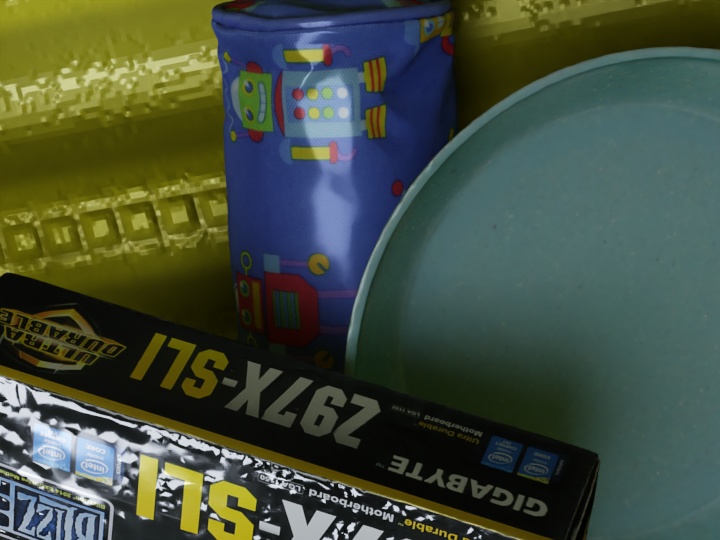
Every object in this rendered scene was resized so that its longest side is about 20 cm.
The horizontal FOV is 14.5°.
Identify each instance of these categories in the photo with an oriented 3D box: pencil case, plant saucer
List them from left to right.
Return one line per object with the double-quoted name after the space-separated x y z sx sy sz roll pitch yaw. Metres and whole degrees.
0.000 0.000 0.945 0.078 0.087 0.200 10 113 41 "pencil case"
0.087 0.022 0.912 0.200 0.036 0.200 -5 109 -14 "plant saucer"

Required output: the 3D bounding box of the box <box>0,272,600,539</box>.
-0.034 0.098 0.892 0.200 0.049 0.160 17 132 10 "box"
